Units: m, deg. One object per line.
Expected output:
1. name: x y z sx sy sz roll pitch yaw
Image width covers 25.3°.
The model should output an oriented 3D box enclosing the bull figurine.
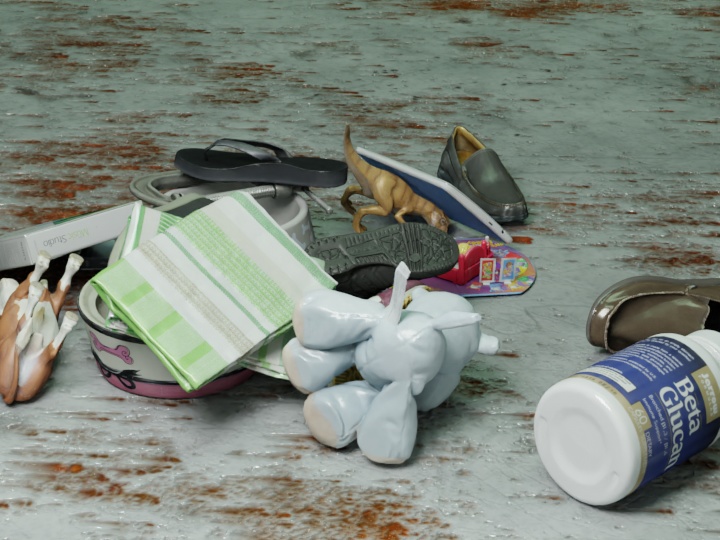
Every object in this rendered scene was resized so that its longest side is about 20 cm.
1. bull figurine: -0.323 0.048 1.574 0.065 0.122 0.201 22 24 -23

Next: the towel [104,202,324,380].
1. towel: -0.132 0.020 1.510 0.198 0.023 0.154 16 49 -13

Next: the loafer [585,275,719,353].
1. loafer: 0.323 0.046 1.624 0.198 0.074 0.071 -9 24 -20

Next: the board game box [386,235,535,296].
1. board game box: 0.099 -0.020 1.806 0.198 0.039 0.158 -3 24 -9

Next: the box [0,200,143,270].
1. box: -0.337 -0.034 1.739 0.143 0.037 0.199 -20 9 -35

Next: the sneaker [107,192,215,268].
1. sneaker: -0.163 -0.018 1.575 0.105 0.076 0.200 16 30 20

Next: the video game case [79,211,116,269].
1. video game case: -0.221 -0.037 1.866 0.197 0.019 0.143 0 24 -3

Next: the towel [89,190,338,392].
1. towel: -0.133 0.017 1.483 0.149 0.031 0.199 44 49 14

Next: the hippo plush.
1. hippo plush: 0.031 0.061 1.465 0.159 0.201 0.161 34 26 15

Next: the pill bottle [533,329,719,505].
1. pill bottle: 0.255 0.120 1.410 0.199 0.112 0.111 -21 32 -40

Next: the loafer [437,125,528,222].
1. loafer: 0.149 -0.117 1.988 0.072 0.073 0.200 -9 26 -23

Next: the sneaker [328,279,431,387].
1. sneaker: -0.004 0.053 1.600 0.089 0.076 0.200 20 29 26

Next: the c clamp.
1. c clamp: -0.153 -0.092 1.792 0.198 0.027 0.171 -8 26 -22

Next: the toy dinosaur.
1. toy dinosaur: 0.018 -0.098 1.869 0.199 0.106 0.061 35 28 -29

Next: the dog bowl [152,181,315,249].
1. dog bowl: -0.145 -0.046 1.796 0.198 0.059 0.201 1 25 -1

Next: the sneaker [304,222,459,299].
1. sneaker: 0.001 0.003 1.687 0.197 0.104 0.061 -4 64 -8

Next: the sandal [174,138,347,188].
1. sandal: -0.110 -0.127 1.799 0.198 0.043 0.076 4 19 9

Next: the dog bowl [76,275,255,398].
1. dog bowl: -0.180 0.057 1.588 0.198 0.075 0.201 0 23 0

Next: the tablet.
1. tablet: 0.085 -0.090 1.882 0.130 0.014 0.200 38 -5 -35
